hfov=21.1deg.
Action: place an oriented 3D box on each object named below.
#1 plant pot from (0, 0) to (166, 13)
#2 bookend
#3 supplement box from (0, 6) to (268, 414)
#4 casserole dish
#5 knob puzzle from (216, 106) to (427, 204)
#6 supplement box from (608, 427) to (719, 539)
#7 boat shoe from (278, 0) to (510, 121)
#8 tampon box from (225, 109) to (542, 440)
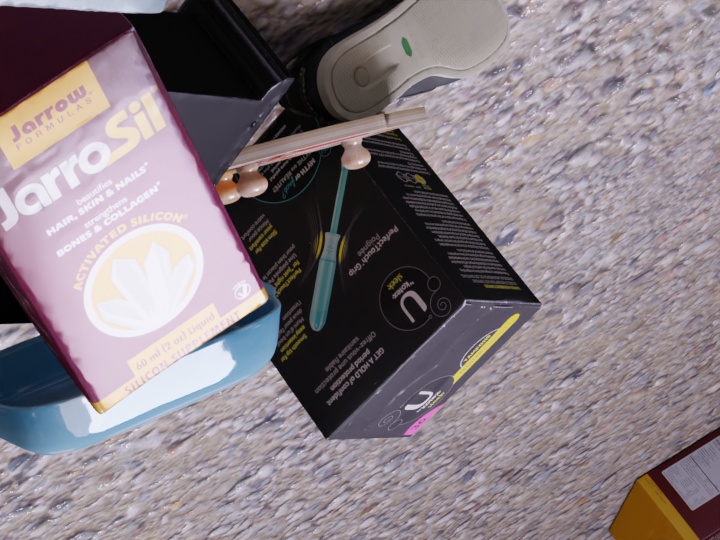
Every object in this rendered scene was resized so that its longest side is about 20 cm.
[{"bbox_3d":[-0.155,-0.236,0.729,0.196,0.196,0.200,-7,135,-52],"label":"plant pot"},{"bbox_3d":[-0.175,-0.069,1.062,0.200,0.092,0.199,-2,138,-53],"label":"bookend"},{"bbox_3d":[-0.139,-0.039,0.959,0.110,0.086,0.200,-35,137,-11],"label":"supplement box"},{"bbox_3d":[-0.133,0.055,1.089,0.200,0.121,0.039,-21,109,-31],"label":"casserole dish"},{"bbox_3d":[-0.070,-0.062,1.232,0.219,0.031,0.220,-14,-177,1],"label":"knob puzzle"},{"bbox_3d":[0.522,0.370,2.998,0.200,0.133,0.197,-28,156,-22],"label":"supplement box"},{"bbox_3d":[0.026,-0.154,1.341,0.200,0.072,0.068,-28,-167,-39],"label":"boat shoe"},{"bbox_3d":[0.000,0.000,1.397,0.150,0.200,0.126,-46,157,21],"label":"tampon box"}]
